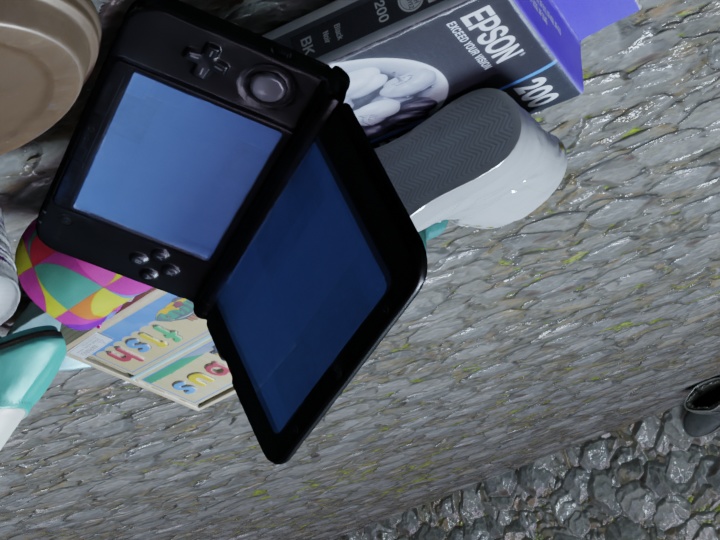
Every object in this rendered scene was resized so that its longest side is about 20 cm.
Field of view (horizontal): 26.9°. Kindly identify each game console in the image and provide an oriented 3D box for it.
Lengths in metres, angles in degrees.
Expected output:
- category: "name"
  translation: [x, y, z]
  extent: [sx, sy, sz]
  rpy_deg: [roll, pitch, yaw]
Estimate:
- category: "game console"
  translation: [-0.078, -0.015, 0.797]
  extent: [0.174, 0.117, 0.200]
  rpy_deg: [21, 136, -15]

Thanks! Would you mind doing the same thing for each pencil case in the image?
- category: "pencil case"
  translation: [-0.125, -0.033, 0.930]
  extent: [0.199, 0.089, 0.088]
  rpy_deg: [-28, 161, 34]

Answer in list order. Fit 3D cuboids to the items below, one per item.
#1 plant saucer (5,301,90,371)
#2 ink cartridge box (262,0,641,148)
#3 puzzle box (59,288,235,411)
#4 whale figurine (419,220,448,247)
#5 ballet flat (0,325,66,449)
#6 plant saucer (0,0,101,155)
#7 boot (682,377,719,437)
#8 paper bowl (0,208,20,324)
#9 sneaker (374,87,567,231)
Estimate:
- category: "plant saucer"
  translation: [-0.181, 0.025, 1.147]
  extent: [0.199, 0.039, 0.201]
  rpy_deg: [-15, 164, -4]
- category: "ink cartridge box"
  translation: [0.063, -0.130, 0.879]
  extent: [0.198, 0.044, 0.198]
  rpy_deg: [-23, 163, 16]
- category: "puzzle box"
  translation: [-0.103, 0.037, 1.047]
  extent: [0.132, 0.026, 0.199]
  rpy_deg: [26, 141, -34]
- category: "whale figurine"
  translation: [0.000, 0.000, 1.133]
  extent: [0.158, 0.105, 0.200]
  rpy_deg: [-23, 167, 11]
- category: "ballet flat"
  translation: [-0.252, 0.097, 0.870]
  extent: [0.198, 0.071, 0.067]
  rpy_deg: [-20, 163, 8]
- category: "plant saucer"
  translation: [-0.221, -0.090, 0.734]
  extent: [0.198, 0.030, 0.200]
  rpy_deg: [-16, 163, -5]
- category: "boot"
  translation: [0.630, 0.249, 2.720]
  extent: [0.182, 0.073, 0.199]
  rpy_deg: [-41, 162, 25]
- category: "paper bowl"
  translation: [-0.304, 0.027, 0.903]
  extent: [0.198, 0.106, 0.201]
  rpy_deg: [-16, 163, -5]
- category: "sneaker"
  translation: [0.035, -0.040, 0.945]
  extent: [0.198, 0.075, 0.115]
  rpy_deg: [-23, 161, 24]
